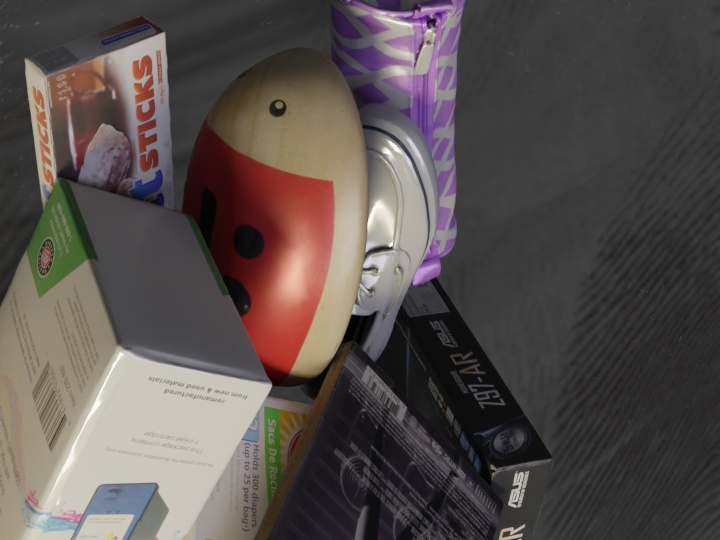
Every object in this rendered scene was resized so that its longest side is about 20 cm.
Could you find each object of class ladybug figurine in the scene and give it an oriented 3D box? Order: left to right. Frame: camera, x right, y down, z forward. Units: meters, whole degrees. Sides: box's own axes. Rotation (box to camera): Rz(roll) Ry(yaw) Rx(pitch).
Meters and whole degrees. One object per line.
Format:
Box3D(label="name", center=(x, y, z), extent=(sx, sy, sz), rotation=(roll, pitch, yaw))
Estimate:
Box3D(label="ladybug figurine", center=(-0.053, -0.022, 0.811), extent=(0.071, 0.136, 0.202), rotation=(-7, 120, -30))

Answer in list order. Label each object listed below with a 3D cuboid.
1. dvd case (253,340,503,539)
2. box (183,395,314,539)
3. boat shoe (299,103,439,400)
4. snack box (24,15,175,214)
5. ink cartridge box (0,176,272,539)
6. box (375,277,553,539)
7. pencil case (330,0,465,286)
Box3D(label="dvd case", center=(0.004, 0.161, 0.787), extent=(0.149, 0.016, 0.201), rotation=(48, 45, -26))
Box3D(label="box", center=(-0.072, 0.174, 0.796), extent=(0.112, 0.203, 0.101), rotation=(14, 155, -36))
Box3D(label="boat shoe", center=(0.000, 0.000, 0.867), extent=(0.067, 0.073, 0.202), rotation=(-58, 161, -44))
Box3D(label="snack box", center=(-0.135, -0.034, 0.798), extent=(0.071, 0.024, 0.202), rotation=(-27, 138, -32))
Box3D(label="ink cartridge box", center=(-0.142, 0.081, 0.754), extent=(0.087, 0.146, 0.201), rotation=(15, 117, -34))
Box3D(label="box", center=(0.055, 0.122, 0.995), extent=(0.043, 0.201, 0.162), rotation=(-6, 128, -20))
Box3D(label="pencil case", center=(0.025, -0.095, 0.875), extent=(0.083, 0.086, 0.202), rotation=(-25, 138, -23))
